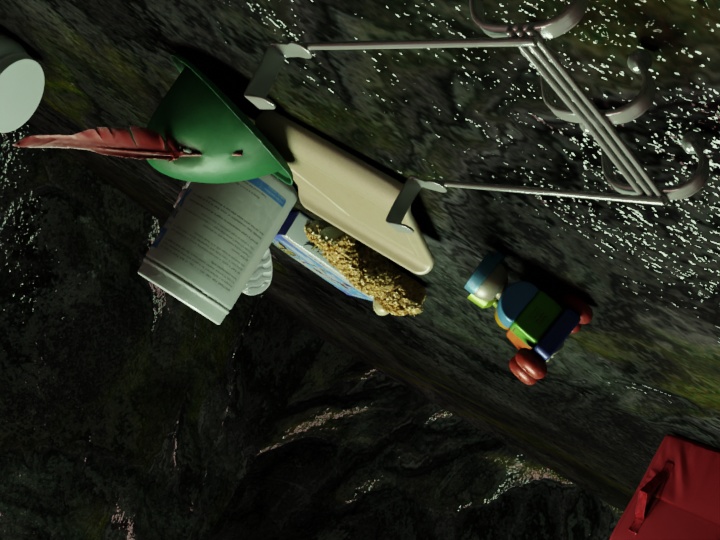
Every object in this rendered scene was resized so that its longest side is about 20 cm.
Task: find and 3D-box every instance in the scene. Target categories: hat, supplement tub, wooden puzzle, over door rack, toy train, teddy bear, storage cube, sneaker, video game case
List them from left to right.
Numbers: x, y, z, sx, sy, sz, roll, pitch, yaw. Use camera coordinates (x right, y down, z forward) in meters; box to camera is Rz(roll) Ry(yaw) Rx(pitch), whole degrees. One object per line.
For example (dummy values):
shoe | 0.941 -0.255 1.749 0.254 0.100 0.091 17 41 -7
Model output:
supplement tub | -0.605 -0.314 1.648 0.198 0.146 0.145 30 173 16
hat | -0.194 -0.100 1.061 0.200 0.176 0.166 45 174 1
supplement tub | -0.181 -0.049 1.368 0.131 0.202 0.132 31 173 5
sneaker | -0.191 -0.060 1.695 0.082 0.074 0.203 -114 5 -76
video game case | -0.055 -0.021 1.635 0.180 0.046 0.200 36 173 -14
wooden puzzle | -0.008 -0.081 1.099 0.183 0.037 0.200 31 168 19
teddy bear | 0.000 0.000 1.452 0.200 0.067 0.144 40 172 -40
over door rack | 0.059 -0.088 0.545 0.198 0.068 0.147 -4 149 41
toy train | 0.156 0.048 1.077 0.115 0.085 0.200 42 174 9
storage cube | 0.450 0.334 1.318 0.199 0.172 0.179 35 172 -19

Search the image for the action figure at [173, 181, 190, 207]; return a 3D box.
action figure | -0.235 -0.111 1.515 0.199 0.105 0.194 40 -164 -18
